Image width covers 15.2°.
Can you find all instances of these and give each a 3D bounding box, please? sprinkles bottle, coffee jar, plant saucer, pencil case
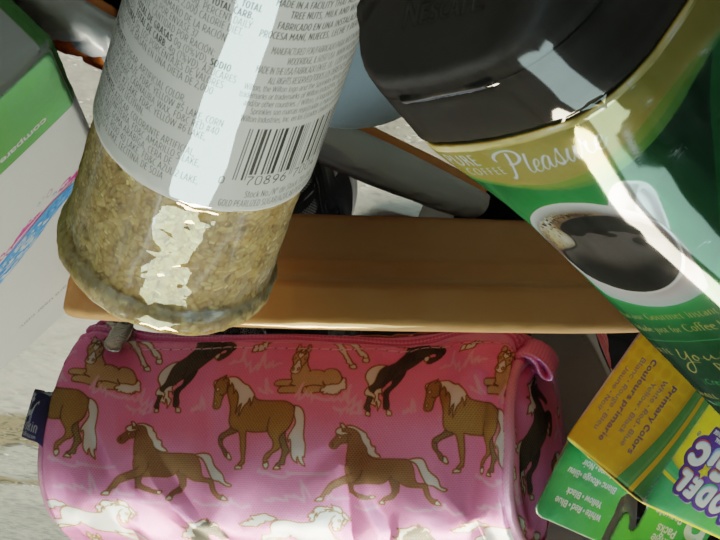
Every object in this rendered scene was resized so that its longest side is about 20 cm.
[{"bbox_3d":[-0.031,-0.075,0.729,0.068,0.068,0.201,11,129,-12],"label":"sprinkles bottle"},{"bbox_3d":[0.095,-0.027,0.700,0.200,0.086,0.104,42,157,-23],"label":"coffee jar"},{"bbox_3d":[0.000,0.000,0.908,0.199,0.038,0.200,1,180,0],"label":"plant saucer"},{"bbox_3d":[-0.021,0.063,0.996,0.199,0.083,0.087,1,140,20],"label":"pencil case"}]

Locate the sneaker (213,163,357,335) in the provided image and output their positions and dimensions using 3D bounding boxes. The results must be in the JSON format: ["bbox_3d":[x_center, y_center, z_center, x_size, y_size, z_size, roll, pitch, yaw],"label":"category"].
[{"bbox_3d":[-0.049,-0.011,1.050,0.075,0.114,0.200,3,163,14],"label":"sneaker"}]

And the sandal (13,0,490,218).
[{"bbox_3d":[-0.036,-0.078,0.883,0.206,0.059,0.079,23,179,-33],"label":"sandal"}]

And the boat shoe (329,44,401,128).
[{"bbox_3d":[-0.045,-0.110,0.790,0.070,0.066,0.200,-45,137,16],"label":"boat shoe"}]

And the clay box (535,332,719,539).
[{"bbox_3d":[0.156,0.026,0.953,0.115,0.200,0.048,26,-170,-48],"label":"clay box"}]

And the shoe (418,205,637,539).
[{"bbox_3d":[0.076,0.058,1.068,0.071,0.201,0.091,-21,143,11],"label":"shoe"}]

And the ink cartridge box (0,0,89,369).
[{"bbox_3d":[-0.160,-0.058,0.875,0.145,0.084,0.200,44,170,13],"label":"ink cartridge box"}]

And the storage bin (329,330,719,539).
[{"bbox_3d":[0.066,0.070,1.235,0.199,0.136,0.094,14,163,-22],"label":"storage bin"}]

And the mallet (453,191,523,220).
[{"bbox_3d":[0.032,-0.077,0.944,0.041,0.066,0.200,2,148,24],"label":"mallet"}]
